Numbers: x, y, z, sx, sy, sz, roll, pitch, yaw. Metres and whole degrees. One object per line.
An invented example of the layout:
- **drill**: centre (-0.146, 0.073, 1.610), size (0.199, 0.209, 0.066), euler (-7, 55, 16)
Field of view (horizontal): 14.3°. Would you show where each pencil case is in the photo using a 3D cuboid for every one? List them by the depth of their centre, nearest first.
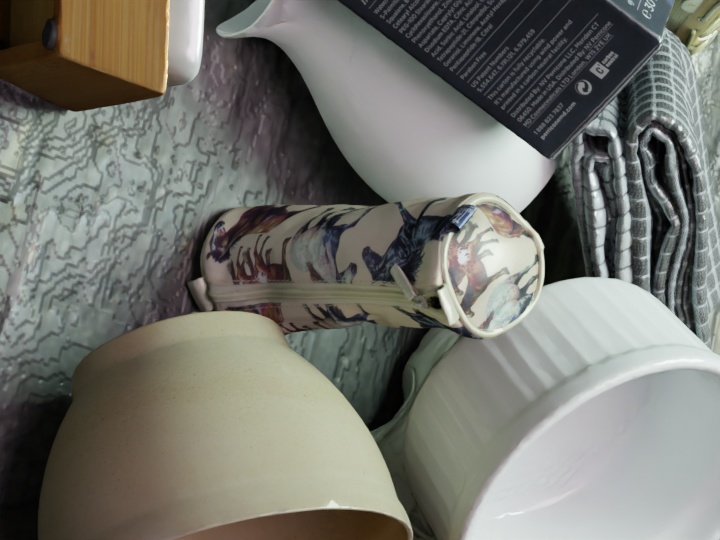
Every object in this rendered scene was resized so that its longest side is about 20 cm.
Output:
- **pencil case**: centre (0.000, 0.000, 1.598), size (0.089, 0.200, 0.078), euler (-19, 103, -48)

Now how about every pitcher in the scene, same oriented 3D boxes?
- **pitcher**: centre (0.033, -0.133, 1.679), size (0.200, 0.121, 0.172), euler (42, 54, -20)

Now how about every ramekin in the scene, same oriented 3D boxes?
- **ramekin**: centre (0.121, 0.099, 1.616), size (0.200, 0.098, 0.201), euler (-18, 136, -19)

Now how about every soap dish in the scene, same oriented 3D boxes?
- **soap dish**: centre (-0.140, -0.187, 1.506), size (0.081, 0.157, 0.201), euler (2, 89, -23)

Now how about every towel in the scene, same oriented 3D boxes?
- **towel**: centre (0.175, -0.032, 1.734), size (0.166, 0.085, 0.200), euler (-83, 164, -64)

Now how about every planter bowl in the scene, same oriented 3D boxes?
- **planter bowl**: centre (-0.085, 0.105, 1.544), size (0.200, 0.200, 0.135), euler (3, 61, -40)

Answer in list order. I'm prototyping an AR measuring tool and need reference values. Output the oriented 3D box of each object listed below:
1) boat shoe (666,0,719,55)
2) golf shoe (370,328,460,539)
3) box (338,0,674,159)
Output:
- **boat shoe**: centre (0.213, -0.173, 1.787), size (0.063, 0.201, 0.073), euler (19, 77, 7)
- **golf shoe**: centre (0.048, 0.113, 1.704), size (0.075, 0.091, 0.200), euler (40, 67, -35)
- **box**: centre (0.073, -0.187, 1.600), size (0.200, 0.107, 0.149), euler (35, 36, -9)
